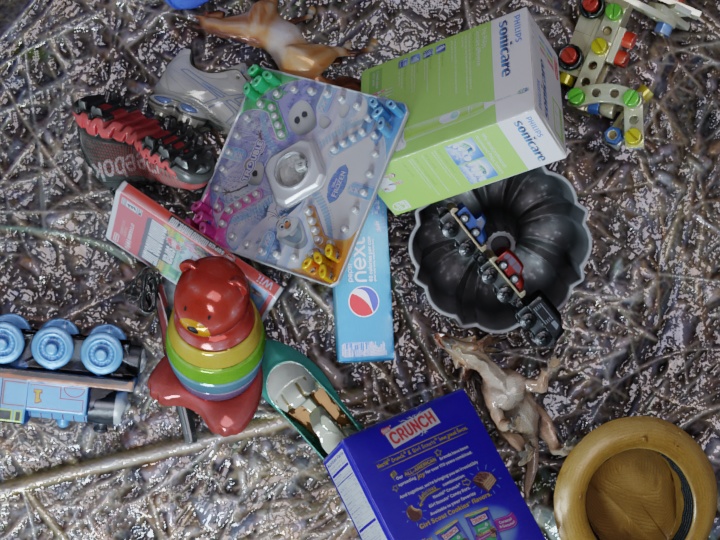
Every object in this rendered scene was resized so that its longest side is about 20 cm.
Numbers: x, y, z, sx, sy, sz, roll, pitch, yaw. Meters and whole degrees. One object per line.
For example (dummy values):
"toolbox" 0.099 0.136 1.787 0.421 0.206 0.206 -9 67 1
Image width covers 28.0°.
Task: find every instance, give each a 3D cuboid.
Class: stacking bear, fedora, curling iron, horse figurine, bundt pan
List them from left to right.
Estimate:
"curling iron" -0.216 0.095 1.593 0.049 0.026 0.201 -18 91 -34
"stacking bear" -0.152 0.062 1.489 0.121 0.200 0.114 26 57 13
"horse figurine" -0.068 -0.249 1.573 0.200 0.050 0.132 42 49 16
"bundt pan" 0.148 -0.038 1.580 0.200 0.076 0.203 -1 109 -3
"fedora" 0.292 0.246 1.583 0.199 0.082 0.202 -3 103 -12

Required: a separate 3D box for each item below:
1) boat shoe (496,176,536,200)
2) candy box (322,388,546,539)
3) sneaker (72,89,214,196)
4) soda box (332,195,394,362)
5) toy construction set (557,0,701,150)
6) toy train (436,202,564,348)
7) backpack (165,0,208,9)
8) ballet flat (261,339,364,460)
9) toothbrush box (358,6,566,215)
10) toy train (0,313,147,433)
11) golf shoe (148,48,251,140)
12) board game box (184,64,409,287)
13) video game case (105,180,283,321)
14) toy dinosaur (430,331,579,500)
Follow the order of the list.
"boat shoe" 0.138 -0.144 1.612 0.200 0.057 0.067 43 86 -1
"candy box" 0.079 0.248 1.522 0.168 0.077 0.201 -19 74 -31
"sneaker" -0.231 -0.119 1.548 0.200 0.071 0.098 26 124 32
"soda box" 0.000 0.000 1.592 0.064 0.068 0.201 -2 88 -3
"toy construction set" 0.295 -0.239 1.608 0.131 0.092 0.201 24 78 22
"toy train" 0.151 0.000 1.536 0.046 0.034 0.200 -40 106 6
"backpack" -0.164 -0.375 1.545 0.168 0.163 0.200 42 88 9
"ballet flat" -0.051 0.152 1.581 0.067 0.070 0.200 -44 90 0
"toothbrush box" 0.103 -0.163 1.496 0.199 0.086 0.146 -20 48 24
"toy train" -0.333 0.112 1.563 0.199 0.087 0.115 7 96 -5
"golf shoe" -0.129 -0.181 1.591 0.199 0.078 0.098 22 81 -3
"board game box" -0.071 -0.104 1.485 0.199 0.026 0.201 18 82 31
"video game case" -0.181 -0.010 1.546 0.199 0.143 0.017 34 66 -1
"toy dinosaur" 0.162 0.144 1.583 0.086 0.135 0.201 -29 116 -19
